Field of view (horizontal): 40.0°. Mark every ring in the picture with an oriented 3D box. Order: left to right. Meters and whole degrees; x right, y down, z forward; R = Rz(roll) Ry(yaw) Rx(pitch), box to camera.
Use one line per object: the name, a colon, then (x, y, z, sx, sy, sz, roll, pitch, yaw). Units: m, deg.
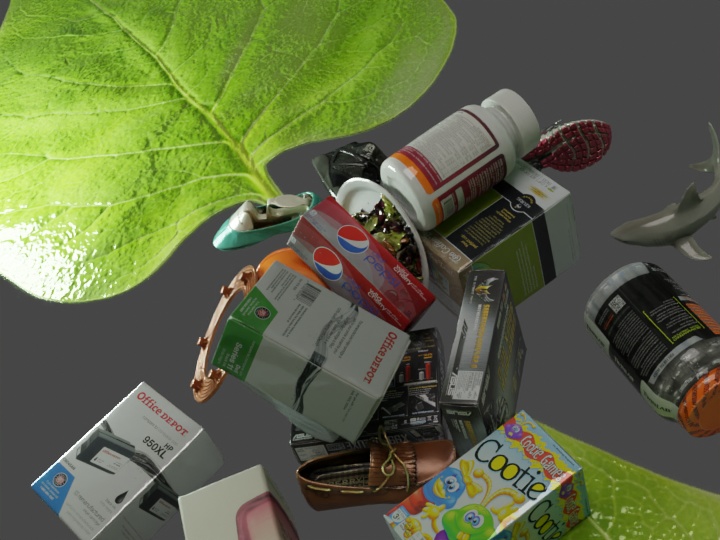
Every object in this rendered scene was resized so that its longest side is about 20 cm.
ring: (-0.192, 0.085, 1.364, 0.019, 0.201, 0.201, 23, 36, -18)

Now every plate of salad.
plate of salad: (0.020, -0.030, 1.360, 0.048, 0.201, 0.200, -27, 42, -29)

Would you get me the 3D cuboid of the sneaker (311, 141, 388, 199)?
sneaker: (0.002, -0.140, 1.559, 0.114, 0.076, 0.200, -29, 39, 2)

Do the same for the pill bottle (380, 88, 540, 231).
pill bottle: (0.133, -0.148, 1.302, 0.199, 0.110, 0.110, -35, 46, -13)

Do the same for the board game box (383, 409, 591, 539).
board game box: (0.143, 0.271, 1.096, 0.199, 0.105, 0.103, -35, 46, -12)

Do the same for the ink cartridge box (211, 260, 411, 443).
ink cartridge box: (-0.055, 0.096, 1.194, 0.199, 0.083, 0.147, 29, 33, 4)

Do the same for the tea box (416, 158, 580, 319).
tea box: (0.164, -0.056, 1.377, 0.196, 0.134, 0.200, -33, 45, -13)

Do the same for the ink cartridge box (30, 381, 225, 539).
ink cartridge box: (-0.300, 0.264, 1.285, 0.144, 0.085, 0.200, 28, 62, 37)

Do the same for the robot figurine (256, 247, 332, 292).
robot figurine: (-0.097, 0.036, 1.378, 0.116, 0.145, 0.200, 10, 15, -8)

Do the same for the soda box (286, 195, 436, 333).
soda box: (0.000, 0.000, 1.297, 0.200, 0.070, 0.063, 44, 49, 9)

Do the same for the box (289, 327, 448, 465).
box: (0.011, 0.162, 1.289, 0.198, 0.050, 0.159, -10, 45, 11)

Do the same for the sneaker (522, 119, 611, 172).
sneaker: (0.282, -0.192, 1.502, 0.198, 0.081, 0.075, -12, 33, 4)

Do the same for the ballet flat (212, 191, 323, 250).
ballet flat: (-0.149, -0.087, 1.570, 0.198, 0.071, 0.068, -12, 45, 10)

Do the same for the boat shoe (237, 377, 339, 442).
boat shoe: (-0.083, 0.142, 1.255, 0.071, 0.072, 0.199, -40, 49, -23)

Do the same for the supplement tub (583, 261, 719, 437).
supplement tub: (0.365, 0.093, 1.169, 0.122, 0.123, 0.200, -27, 44, -5)

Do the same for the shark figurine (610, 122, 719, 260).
shark figurine: (0.455, -0.103, 1.347, 0.214, 0.090, 0.128, -42, 49, -17)

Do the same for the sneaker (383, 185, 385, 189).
sneaker: (0.071, -0.113, 1.506, 0.075, 0.079, 0.201, 3, 50, 22)

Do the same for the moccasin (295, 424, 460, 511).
moccasin: (0.021, 0.236, 1.194, 0.200, 0.078, 0.074, -8, 46, 13)

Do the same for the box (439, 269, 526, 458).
box: (0.152, 0.125, 1.193, 0.048, 0.159, 0.201, 0, 48, 22)

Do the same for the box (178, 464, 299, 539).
box: (-0.119, 0.345, 1.109, 0.108, 0.128, 0.201, -22, 45, -1)
